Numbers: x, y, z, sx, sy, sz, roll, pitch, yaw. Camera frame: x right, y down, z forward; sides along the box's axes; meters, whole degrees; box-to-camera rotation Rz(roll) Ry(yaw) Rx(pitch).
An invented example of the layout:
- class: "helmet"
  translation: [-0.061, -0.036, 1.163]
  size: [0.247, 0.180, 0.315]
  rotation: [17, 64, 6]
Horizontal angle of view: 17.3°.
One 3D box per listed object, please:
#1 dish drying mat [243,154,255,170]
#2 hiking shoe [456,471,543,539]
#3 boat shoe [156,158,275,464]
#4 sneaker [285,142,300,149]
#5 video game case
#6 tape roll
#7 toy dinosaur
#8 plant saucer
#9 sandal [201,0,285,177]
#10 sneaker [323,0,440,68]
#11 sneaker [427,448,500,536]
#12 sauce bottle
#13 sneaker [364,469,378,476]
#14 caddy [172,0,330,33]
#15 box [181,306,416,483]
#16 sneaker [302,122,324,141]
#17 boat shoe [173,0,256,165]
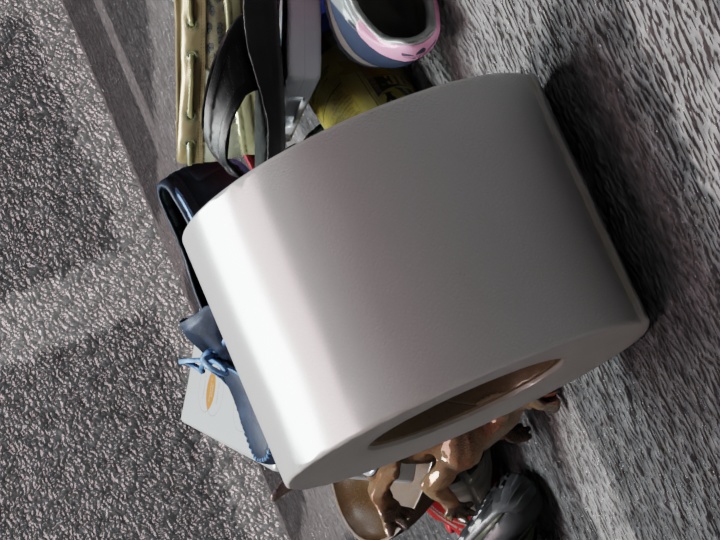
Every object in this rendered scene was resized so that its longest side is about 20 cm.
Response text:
- class: "dish drying mat"
  translation: [-0.073, -0.089, 1.595]
  size: [0.077, 0.018, 0.200]
  rotation: [57, -177, -19]
- class: "hiking shoe"
  translation: [0.111, 0.218, 1.631]
  size: [0.100, 0.076, 0.201]
  rotation: [28, 141, 13]
- class: "boat shoe"
  translation: [-0.090, 0.031, 1.531]
  size: [0.084, 0.068, 0.201]
  rotation: [-35, 69, 58]
- class: "sneaker"
  translation: [0.000, 0.000, 1.493]
  size: [0.200, 0.080, 0.074]
  rotation: [47, -170, -36]
- class: "video game case"
  translation: [-0.044, -0.195, 1.455]
  size: [0.182, 0.023, 0.202]
  rotation: [130, 140, -78]
- class: "tape roll"
  translation: [0.027, 0.007, 1.190]
  size: [0.203, 0.202, 0.140]
  rotation: [107, 139, -76]
- class: "toy dinosaur"
  translation: [0.033, 0.086, 1.484]
  size: [0.086, 0.199, 0.136]
  rotation: [-86, -17, -51]
- class: "plant saucer"
  translation: [0.028, 0.093, 1.670]
  size: [0.200, 0.032, 0.202]
  rotation: [-172, 90, -69]
- class: "sandal"
  translation: [-0.070, -0.118, 1.371]
  size: [0.075, 0.048, 0.202]
  rotation: [-149, 56, -84]
- class: "sneaker"
  translation: [-0.005, -0.208, 1.318]
  size: [0.201, 0.070, 0.082]
  rotation: [64, 165, -14]
- class: "sneaker"
  translation: [0.055, 0.151, 1.754]
  size: [0.085, 0.077, 0.200]
  rotation: [64, 174, -20]
- class: "sauce bottle"
  translation: [0.024, -0.073, 1.450]
  size: [0.065, 0.064, 0.200]
  rotation: [78, 166, -46]
- class: "sneaker"
  translation: [0.024, 0.062, 1.405]
  size: [0.199, 0.070, 0.109]
  rotation: [-8, 66, 43]
- class: "caddy"
  translation: [-0.094, -0.225, 1.634]
  size: [0.141, 0.104, 0.201]
  rotation: [111, 137, -75]
- class: "box"
  translation: [-0.036, 0.053, 1.659]
  size: [0.200, 0.106, 0.153]
  rotation: [-162, 80, -67]
- class: "sneaker"
  translation: [-0.001, -0.045, 1.622]
  size: [0.087, 0.077, 0.200]
  rotation: [56, 172, 11]
- class: "boat shoe"
  translation: [-0.100, -0.163, 1.427]
  size: [0.073, 0.062, 0.201]
  rotation: [-117, 15, -80]
